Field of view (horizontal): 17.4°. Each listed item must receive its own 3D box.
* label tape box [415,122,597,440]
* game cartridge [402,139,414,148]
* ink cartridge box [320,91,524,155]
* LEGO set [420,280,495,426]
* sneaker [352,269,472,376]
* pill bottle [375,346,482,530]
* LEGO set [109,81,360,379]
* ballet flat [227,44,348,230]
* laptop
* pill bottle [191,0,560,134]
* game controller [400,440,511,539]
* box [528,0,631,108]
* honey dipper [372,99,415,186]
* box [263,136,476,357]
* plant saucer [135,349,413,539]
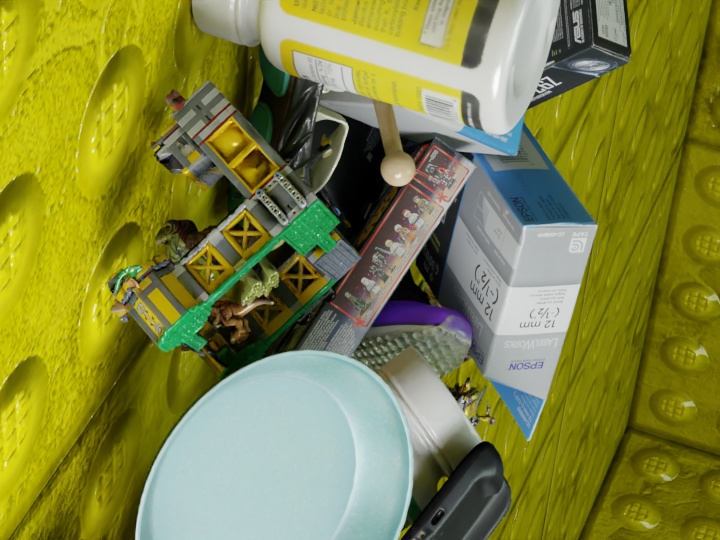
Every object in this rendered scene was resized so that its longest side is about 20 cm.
[{"bbox_3d":[0.098,0.008,1.746,0.143,0.066,0.201,-120,-143,-48],"label":"label tape box"},{"bbox_3d":[0.037,-0.076,1.895,0.130,0.038,0.200,-65,175,-48],"label":"game cartridge"},{"bbox_3d":[0.060,-0.195,1.651,0.146,0.086,0.201,18,80,-52],"label":"ink cartridge box"},{"bbox_3d":[0.083,0.089,2.166,0.200,0.115,0.154,13,94,-77],"label":"LEGO set"},{"bbox_3d":[0.018,0.027,1.774,0.200,0.069,0.100,-9,-123,54],"label":"sneaker"},{"bbox_3d":[-0.018,0.148,1.654,0.200,0.113,0.113,-35,161,-3],"label":"pill bottle"},{"bbox_3d":[-0.090,-0.026,1.394,0.154,0.116,0.200,-45,163,9],"label":"LEGO set"},{"bbox_3d":[-0.039,-0.114,1.523,0.068,0.068,0.201,-122,-142,-49],"label":"ballet flat"},{"bbox_3d":[-0.025,-0.113,1.717,0.200,0.116,0.188,53,49,-38],"label":"laptop"},{"bbox_3d":[0.009,-0.160,1.384,0.114,0.199,0.115,18,90,-77],"label":"pill bottle"},{"bbox_3d":[0.035,0.206,1.603,0.200,0.042,0.104,-51,152,-17],"label":"game controller"},{"bbox_3d":[0.122,-0.224,1.745,0.043,0.160,0.201,15,63,-39],"label":"box"},{"bbox_3d":[0.006,-0.139,1.543,0.038,0.038,0.201,84,-4,-59],"label":"honey dipper"},{"bbox_3d":[0.000,0.000,1.684,0.200,0.040,0.137,-56,-172,-6],"label":"box"},{"bbox_3d":[-0.058,0.138,1.434,0.199,0.036,0.201,-14,115,-31],"label":"plant saucer"}]
